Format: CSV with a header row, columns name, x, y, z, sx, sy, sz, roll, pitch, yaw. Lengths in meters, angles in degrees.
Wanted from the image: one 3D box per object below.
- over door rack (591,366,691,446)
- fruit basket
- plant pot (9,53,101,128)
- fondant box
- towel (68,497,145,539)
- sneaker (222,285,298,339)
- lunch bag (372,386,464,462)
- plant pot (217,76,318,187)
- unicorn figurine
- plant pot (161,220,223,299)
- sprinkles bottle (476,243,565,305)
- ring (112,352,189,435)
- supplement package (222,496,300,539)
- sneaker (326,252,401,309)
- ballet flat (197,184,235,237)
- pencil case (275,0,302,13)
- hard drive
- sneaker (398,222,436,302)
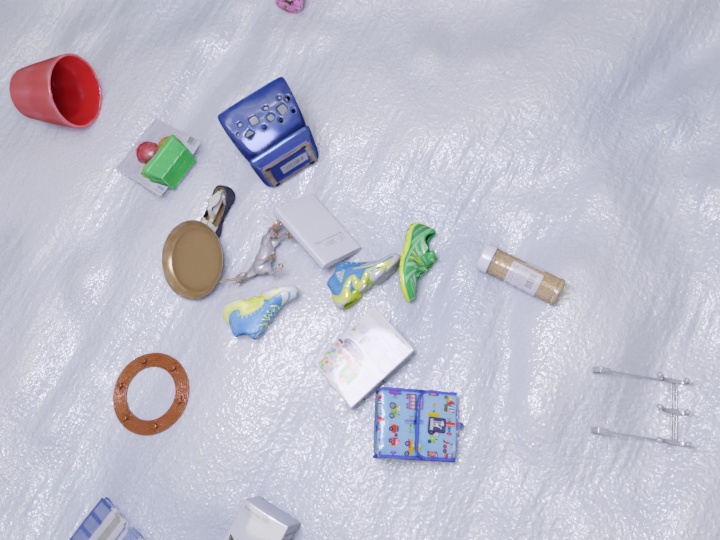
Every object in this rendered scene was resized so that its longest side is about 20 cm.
name,x,y,z,sx,sy,sz,roll,pitch,yaw
over door rack,0.607,0.292,1.270,0.198,0.067,0.149,6,73,10
fruit basket,-0.557,-0.313,1.628,0.199,0.094,0.186,28,78,31
plant pot,-0.874,-0.507,1.678,0.176,0.200,0.202,4,73,19
fondant box,0.010,0.205,1.388,0.200,0.058,0.144,-41,72,-6
towel,-0.572,0.644,1.356,0.199,0.024,0.147,36,83,19
sneaker,-0.236,0.107,1.447,0.199,0.076,0.106,-18,82,10
lunch bag,0.132,0.347,1.323,0.198,0.094,0.152,4,72,-4
plant pot,-0.221,-0.341,1.522,0.199,0.200,0.181,-32,78,-2
unicorn figurine,-0.244,-0.033,1.485,0.137,0.074,0.201,-15,37,48
plant pot,-0.424,-0.027,1.507,0.198,0.027,0.202,1,91,25
sprinkles bottle,0.376,0.009,1.390,0.199,0.068,0.069,28,79,15
ring,-0.521,0.302,1.456,0.199,0.019,0.202,-2,73,8
supplement package,-0.236,0.609,1.267,0.116,0.117,0.201,25,78,15
sneaker,0.000,0.000,1.443,0.200,0.076,0.105,-38,71,-3
ballet flat,-0.392,-0.136,1.546,0.073,0.073,0.201,18,77,13
pencil case,-0.190,-0.858,1.734,0.082,0.086,0.202,18,74,-18
hard drive,-0.108,-0.101,1.481,0.131,0.026,0.200,-27,66,-39
sneaker,0.141,-0.022,1.430,0.083,0.074,0.202,8,74,14
